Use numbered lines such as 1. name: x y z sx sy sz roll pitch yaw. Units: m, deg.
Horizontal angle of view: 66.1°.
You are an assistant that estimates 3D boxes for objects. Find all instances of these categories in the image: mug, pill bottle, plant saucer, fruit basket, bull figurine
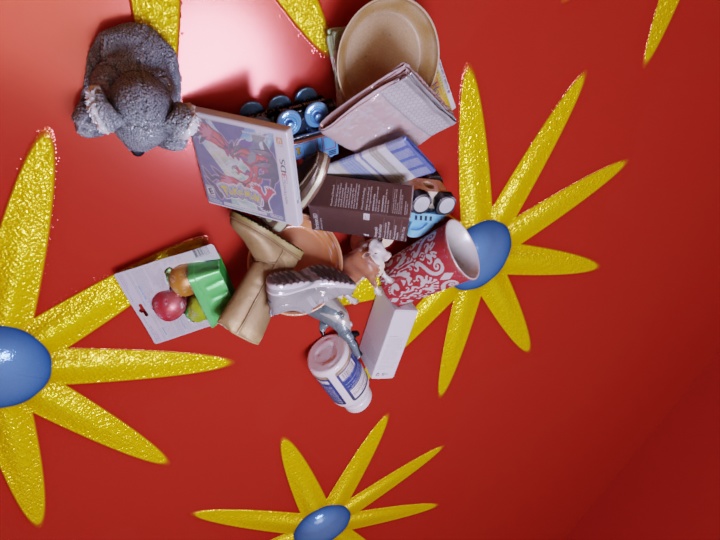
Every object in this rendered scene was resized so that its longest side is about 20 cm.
1. mug: 0.155 -0.015 1.232 0.197 0.177 0.136 -28 98 34
2. pill bottle: -0.043 0.259 1.353 0.109 0.112 0.203 -31 130 -3
3. plant saucer: -0.133 -0.013 1.124 0.192 0.037 0.209 -1 95 -12
4. plant saucer: 0.044 -0.365 0.961 0.193 0.036 0.207 -12 122 -19
5. fruit basket: -0.348 0.045 1.084 0.193 0.095 0.190 -14 128 2
6. bull figurine: 0.000 0.000 1.171 0.195 0.066 0.123 -15 119 36

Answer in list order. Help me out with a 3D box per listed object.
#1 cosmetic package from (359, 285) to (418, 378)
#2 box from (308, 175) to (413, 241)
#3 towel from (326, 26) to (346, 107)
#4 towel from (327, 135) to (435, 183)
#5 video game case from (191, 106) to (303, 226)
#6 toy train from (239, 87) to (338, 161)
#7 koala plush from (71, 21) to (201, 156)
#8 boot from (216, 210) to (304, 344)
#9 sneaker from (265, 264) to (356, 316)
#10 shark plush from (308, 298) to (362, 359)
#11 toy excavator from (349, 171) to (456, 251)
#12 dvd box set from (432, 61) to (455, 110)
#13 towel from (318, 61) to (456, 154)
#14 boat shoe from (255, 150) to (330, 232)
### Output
1. cosmetic package: 0.063 0.150 1.342 0.072 0.102 0.205 3 122 -28
2. box: 0.001 -0.119 1.060 0.192 0.078 0.101 8 158 4
3. towel: 0.020 -0.339 1.002 0.147 0.024 0.206 -16 123 -14
4. towel: 0.030 -0.193 1.048 0.194 0.025 0.146 -14 159 29
5. video game case: -0.194 -0.174 0.940 0.187 0.193 0.023 88 26 -42
6. toy train: -0.131 -0.245 0.985 0.194 0.088 0.117 -19 135 -14
7. koala plush: -0.326 -0.246 0.806 0.172 0.201 0.189 4 121 -28
8. boot: -0.214 0.015 1.046 0.172 0.066 0.204 31 88 -25
9. sneaker: -0.098 0.042 1.076 0.194 0.075 0.085 -3 119 -31
10. shark plush: -0.065 0.108 1.220 0.083 0.091 0.200 -42 99 12
11. toy excavator: 0.087 -0.107 1.191 0.188 0.101 0.204 0 130 -25
12. dvd box set: 0.080 -0.324 1.071 0.197 0.030 0.148 -34 129 -2
13. towel: 0.052 -0.260 0.975 0.187 0.033 0.198 -26 156 28
14. boat shoe: -0.131 -0.146 1.001 0.073 0.076 0.202 25 131 -25
